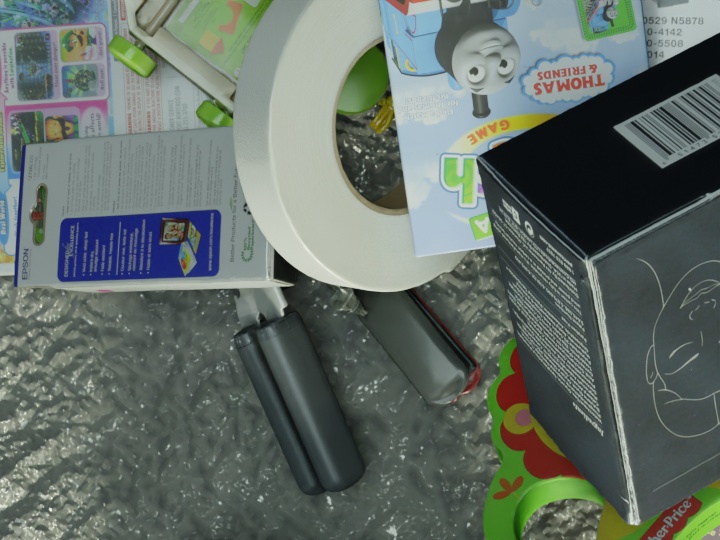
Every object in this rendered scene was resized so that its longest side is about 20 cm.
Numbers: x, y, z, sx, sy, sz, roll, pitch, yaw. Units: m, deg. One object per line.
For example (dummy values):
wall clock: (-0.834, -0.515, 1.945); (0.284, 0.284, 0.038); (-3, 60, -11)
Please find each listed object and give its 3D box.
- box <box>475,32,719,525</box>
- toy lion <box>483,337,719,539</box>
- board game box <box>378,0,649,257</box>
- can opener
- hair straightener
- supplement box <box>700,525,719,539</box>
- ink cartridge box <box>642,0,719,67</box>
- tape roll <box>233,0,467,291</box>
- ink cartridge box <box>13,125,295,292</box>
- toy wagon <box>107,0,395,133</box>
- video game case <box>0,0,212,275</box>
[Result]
box: (0.189, -0.002, 1.207); (0.199, 0.124, 0.198); (-27, 129, -14)
toy lion: (0.146, 0.111, 1.303); (0.191, 0.069, 0.200); (34, 72, 32)
board game box: (0.091, -0.117, 1.263); (0.150, 0.037, 0.202); (-8, 105, 5)
can opener: (-0.045, 0.042, 1.377); (0.066, 0.052, 0.202); (-22, 93, -35)
hair straightener: (0.000, 0.000, 1.360); (0.041, 0.077, 0.201); (-36, 85, 12)
supplement box: (0.220, 0.237, 1.334); (0.108, 0.061, 0.202); (1, 91, 10)
ink cartridge box: (0.230, -0.173, 1.316); (0.145, 0.084, 0.202); (1, 92, 9)
tape roll: (0.012, -0.087, 1.307); (0.037, 0.202, 0.205); (8, 92, 48)
ink cartridge box: (-0.127, -0.036, 1.355); (0.198, 0.037, 0.096); (-2, 82, 30)
toy wagon: (-0.055, -0.156, 1.375); (0.199, 0.040, 0.156); (37, 87, -4)
video game case: (-0.179, -0.100, 1.418); (0.180, 0.024, 0.202); (-3, 91, 10)
